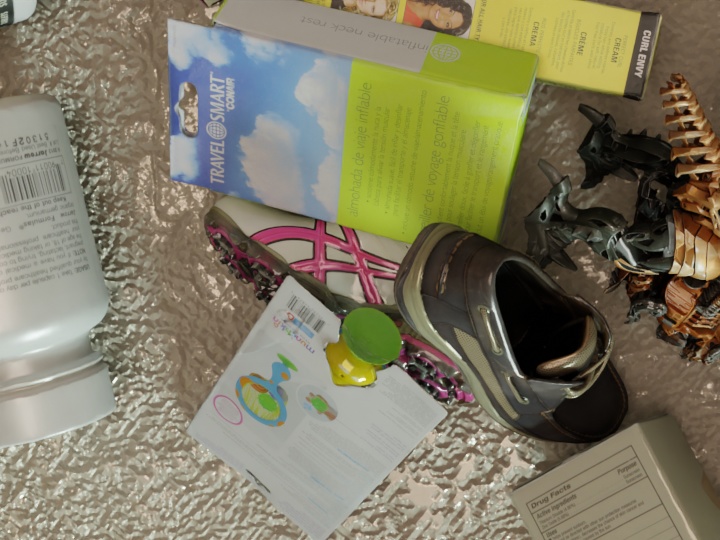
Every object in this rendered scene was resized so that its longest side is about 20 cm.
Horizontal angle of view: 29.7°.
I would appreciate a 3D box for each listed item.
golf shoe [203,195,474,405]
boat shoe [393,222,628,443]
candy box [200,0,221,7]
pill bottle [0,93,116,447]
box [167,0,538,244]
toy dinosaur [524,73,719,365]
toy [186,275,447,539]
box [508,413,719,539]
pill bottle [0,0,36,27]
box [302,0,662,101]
[{"bbox_3d":[0.000,0.000,0.825,0.199,0.073,0.092,28,71,11],"label":"golf shoe"},{"bbox_3d":[0.098,0.047,0.751,0.073,0.200,0.075,13,71,48],"label":"boat shoe"},{"bbox_3d":[-0.026,-0.252,0.757,0.199,0.061,0.137,-22,59,13],"label":"candy box"},{"bbox_3d":[-0.218,0.000,0.836,0.114,0.114,0.201,-12,96,13],"label":"pill bottle"},{"bbox_3d":[-0.008,-0.083,0.768,0.199,0.048,0.122,15,134,9],"label":"box"},{"bbox_3d":[0.171,-0.030,0.742,0.135,0.102,0.201,24,129,28],"label":"toy dinosaur"},{"bbox_3d":[-0.024,0.080,0.816,0.115,0.047,0.200,40,144,3],"label":"toy"},{"bbox_3d":[0.178,0.191,0.770,0.095,0.078,0.201,-32,74,25],"label":"box"},{"bbox_3d":[-0.299,-0.174,0.786,0.199,0.112,0.113,-21,95,-18],"label":"pill bottle"},{"bbox_3d":[0.070,-0.140,0.779,0.199,0.075,0.050,13,99,11],"label":"box"}]
